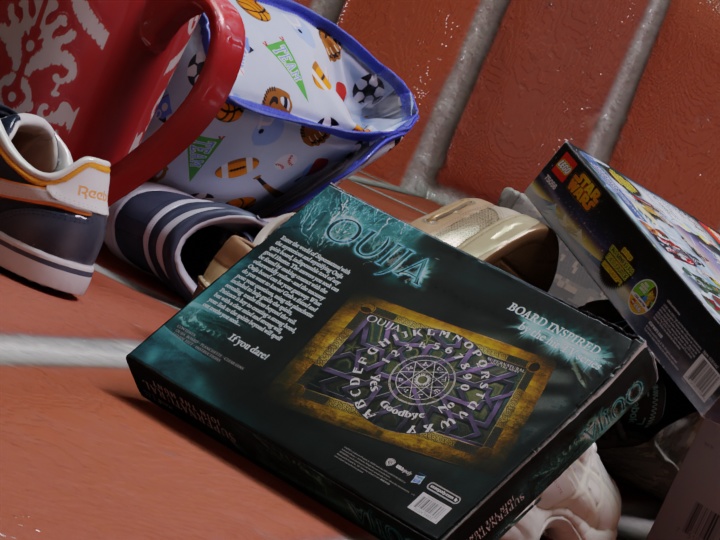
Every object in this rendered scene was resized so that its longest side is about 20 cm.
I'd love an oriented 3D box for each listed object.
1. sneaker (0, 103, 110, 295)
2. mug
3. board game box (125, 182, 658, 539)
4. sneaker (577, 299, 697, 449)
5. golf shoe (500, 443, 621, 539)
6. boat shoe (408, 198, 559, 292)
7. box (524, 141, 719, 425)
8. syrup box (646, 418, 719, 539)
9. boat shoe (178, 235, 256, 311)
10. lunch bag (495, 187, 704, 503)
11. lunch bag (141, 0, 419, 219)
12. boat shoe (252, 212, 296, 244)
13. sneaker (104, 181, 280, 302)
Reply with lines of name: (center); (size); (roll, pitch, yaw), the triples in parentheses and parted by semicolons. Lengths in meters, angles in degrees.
sneaker: (-0.214, -0.058, 1.492); (0.200, 0.080, 0.078); (24, 6, 27)
mug: (-0.165, -0.112, 1.570); (0.133, 0.200, 0.178); (21, 6, -24)
board game box: (0.011, 0.043, 1.200); (0.200, 0.135, 0.028); (28, -32, 39)
sneaker: (0.105, 0.054, 1.391); (0.200, 0.076, 0.079); (-12, 25, -44)
golf shoe: (0.087, 0.084, 1.285); (0.075, 0.092, 0.200); (24, 3, 21)
boat shoe: (0.011, 0.018, 1.383); (0.200, 0.071, 0.064); (-24, 42, -38)
box: (0.179, 0.025, 1.391); (0.137, 0.040, 0.200); (28, 18, -39)
syrup box: (0.251, 0.140, 1.468); (0.200, 0.082, 0.079); (19, 9, -46)
boat shoe: (0.005, 0.042, 1.438); (0.200, 0.074, 0.076); (22, 5, -8)
lunch bag: (0.152, 0.060, 1.609); (0.164, 0.118, 0.200); (27, -14, 28)
lunch bag: (-0.082, -0.085, 1.739); (0.200, 0.170, 0.124); (15, 51, -49)
boat shoe: (0.000, 0.000, 1.612); (0.063, 0.073, 0.200); (-3, 2, 28)
sneaker: (-0.049, -0.001, 1.656); (0.200, 0.070, 0.108); (13, 5, -29)
